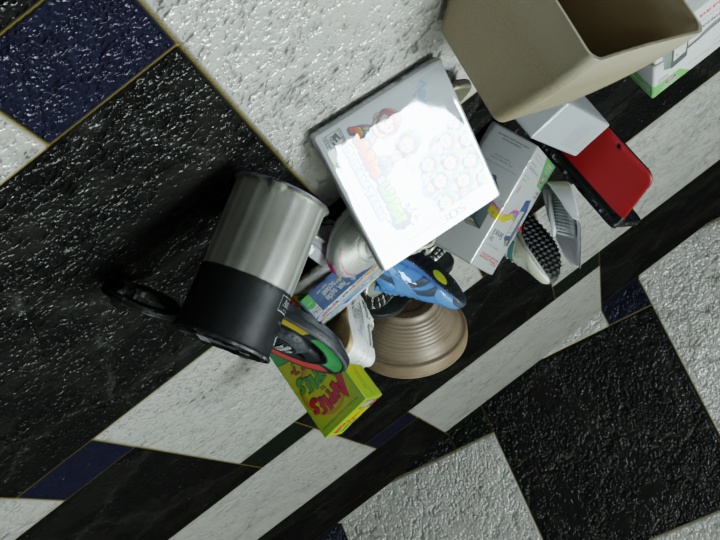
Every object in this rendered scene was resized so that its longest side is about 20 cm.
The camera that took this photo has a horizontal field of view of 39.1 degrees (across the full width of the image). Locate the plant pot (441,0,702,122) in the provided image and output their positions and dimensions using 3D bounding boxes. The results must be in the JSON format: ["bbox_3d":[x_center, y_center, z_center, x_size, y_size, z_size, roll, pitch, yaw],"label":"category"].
[{"bbox_3d":[0.207,-0.275,1.112,0.200,0.200,0.177,-21,166,-38],"label":"plant pot"}]

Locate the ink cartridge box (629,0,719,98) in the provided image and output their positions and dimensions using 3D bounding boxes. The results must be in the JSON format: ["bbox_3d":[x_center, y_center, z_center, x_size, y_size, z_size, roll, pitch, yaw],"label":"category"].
[{"bbox_3d":[0.460,-0.360,1.484,0.145,0.084,0.200,-38,161,3],"label":"ink cartridge box"}]

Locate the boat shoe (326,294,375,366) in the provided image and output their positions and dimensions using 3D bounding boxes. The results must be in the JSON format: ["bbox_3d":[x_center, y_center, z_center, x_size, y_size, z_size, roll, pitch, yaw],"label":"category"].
[{"bbox_3d":[-0.015,0.078,1.532,0.069,0.200,0.071,30,118,-24],"label":"boat shoe"}]

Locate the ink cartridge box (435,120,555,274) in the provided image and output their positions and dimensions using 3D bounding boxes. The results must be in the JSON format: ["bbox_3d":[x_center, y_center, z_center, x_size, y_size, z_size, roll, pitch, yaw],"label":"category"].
[{"bbox_3d":[0.198,-0.104,1.532,0.200,0.087,0.145,-59,158,4],"label":"ink cartridge box"}]

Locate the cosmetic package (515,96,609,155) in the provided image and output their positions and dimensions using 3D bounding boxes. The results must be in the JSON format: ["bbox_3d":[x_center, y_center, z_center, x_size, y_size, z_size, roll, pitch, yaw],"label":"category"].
[{"bbox_3d":[0.269,-0.231,1.430,0.071,0.101,0.200,-43,159,21],"label":"cosmetic package"}]

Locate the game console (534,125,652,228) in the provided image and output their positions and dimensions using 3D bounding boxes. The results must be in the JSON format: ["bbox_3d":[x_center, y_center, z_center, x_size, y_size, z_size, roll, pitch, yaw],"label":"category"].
[{"bbox_3d":[0.384,-0.177,1.600,0.119,0.200,0.172,-47,159,28],"label":"game console"}]

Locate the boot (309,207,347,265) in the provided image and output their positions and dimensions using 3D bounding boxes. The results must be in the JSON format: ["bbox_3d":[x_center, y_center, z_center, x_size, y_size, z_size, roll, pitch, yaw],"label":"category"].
[{"bbox_3d":[-0.031,-0.060,1.373,0.096,0.074,0.200,-46,168,8],"label":"boot"}]

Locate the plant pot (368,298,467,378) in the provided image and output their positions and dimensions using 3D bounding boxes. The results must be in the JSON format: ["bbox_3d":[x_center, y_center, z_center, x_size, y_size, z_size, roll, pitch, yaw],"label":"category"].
[{"bbox_3d":[0.082,0.083,1.741,0.201,0.201,0.093,-28,132,-23],"label":"plant pot"}]

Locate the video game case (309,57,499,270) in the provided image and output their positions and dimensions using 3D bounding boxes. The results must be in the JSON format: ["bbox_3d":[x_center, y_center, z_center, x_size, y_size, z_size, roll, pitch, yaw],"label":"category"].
[{"bbox_3d":[0.059,-0.127,1.234,0.182,0.024,0.200,-33,117,-9],"label":"video game case"}]

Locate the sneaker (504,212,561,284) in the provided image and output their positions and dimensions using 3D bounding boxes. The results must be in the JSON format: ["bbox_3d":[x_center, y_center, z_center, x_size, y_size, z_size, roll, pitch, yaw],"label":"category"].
[{"bbox_3d":[0.246,-0.050,1.669,0.070,0.200,0.093,-26,165,-44],"label":"sneaker"}]

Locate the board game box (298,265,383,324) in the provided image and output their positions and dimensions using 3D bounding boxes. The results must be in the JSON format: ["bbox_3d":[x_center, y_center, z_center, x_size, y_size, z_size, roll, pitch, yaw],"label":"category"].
[{"bbox_3d":[0.000,0.000,1.432,0.200,0.034,0.135,-42,172,-7],"label":"board game box"}]

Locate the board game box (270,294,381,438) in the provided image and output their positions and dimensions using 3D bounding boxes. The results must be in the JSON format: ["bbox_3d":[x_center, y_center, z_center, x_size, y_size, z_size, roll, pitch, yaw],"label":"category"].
[{"bbox_3d":[-0.066,0.145,1.564,0.102,0.200,0.048,-46,158,25],"label":"board game box"}]

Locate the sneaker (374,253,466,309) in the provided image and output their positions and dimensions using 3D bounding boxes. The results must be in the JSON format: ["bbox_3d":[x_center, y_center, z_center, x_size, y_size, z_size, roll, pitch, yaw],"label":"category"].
[{"bbox_3d":[0.072,0.013,1.573,0.200,0.066,0.078,31,116,-21],"label":"sneaker"}]

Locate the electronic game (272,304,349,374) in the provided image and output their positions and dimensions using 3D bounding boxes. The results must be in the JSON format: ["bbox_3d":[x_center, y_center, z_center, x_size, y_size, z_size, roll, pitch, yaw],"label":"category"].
[{"bbox_3d":[-0.106,0.088,1.401,0.200,0.200,0.042,88,26,-67],"label":"electronic game"}]

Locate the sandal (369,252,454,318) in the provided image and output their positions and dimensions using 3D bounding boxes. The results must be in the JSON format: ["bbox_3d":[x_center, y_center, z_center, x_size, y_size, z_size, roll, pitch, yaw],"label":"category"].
[{"bbox_3d":[0.077,0.009,1.709,0.200,0.075,0.048,-36,152,-30],"label":"sandal"}]

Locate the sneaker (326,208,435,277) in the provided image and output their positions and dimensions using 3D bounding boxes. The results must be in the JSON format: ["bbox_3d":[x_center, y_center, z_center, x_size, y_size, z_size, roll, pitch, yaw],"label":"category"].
[{"bbox_3d":[0.045,-0.056,1.312,0.200,0.088,0.081,-37,126,-11],"label":"sneaker"}]

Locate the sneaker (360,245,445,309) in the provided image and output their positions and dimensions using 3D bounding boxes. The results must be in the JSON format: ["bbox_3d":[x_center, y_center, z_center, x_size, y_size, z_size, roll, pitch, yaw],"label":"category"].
[{"bbox_3d":[0.064,-0.025,1.639,0.200,0.077,0.089,-40,-168,4],"label":"sneaker"}]

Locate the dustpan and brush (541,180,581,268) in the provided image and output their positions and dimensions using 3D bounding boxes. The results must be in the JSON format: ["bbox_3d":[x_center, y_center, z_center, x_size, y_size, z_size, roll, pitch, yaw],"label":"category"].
[{"bbox_3d":[0.307,-0.115,1.619,0.057,0.200,0.140,-8,147,7],"label":"dustpan and brush"}]

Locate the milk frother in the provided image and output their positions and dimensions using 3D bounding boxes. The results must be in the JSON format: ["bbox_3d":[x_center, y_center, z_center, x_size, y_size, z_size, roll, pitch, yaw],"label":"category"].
[{"bbox_3d":[-0.167,-0.015,1.153,0.188,0.200,0.180,-69,-167,-12],"label":"milk frother"}]

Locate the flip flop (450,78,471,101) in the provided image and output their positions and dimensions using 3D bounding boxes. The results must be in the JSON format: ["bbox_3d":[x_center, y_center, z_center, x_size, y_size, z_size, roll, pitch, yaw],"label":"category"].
[{"bbox_3d":[0.085,-0.171,1.315,0.081,0.058,0.200,-14,151,-48],"label":"flip flop"}]
